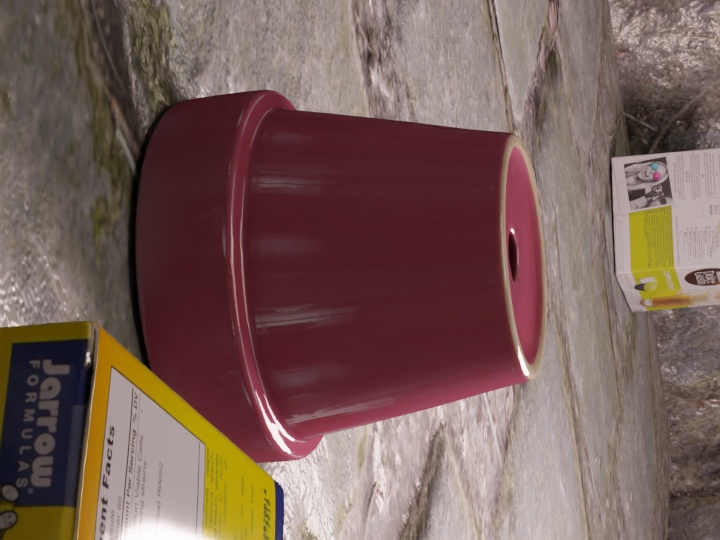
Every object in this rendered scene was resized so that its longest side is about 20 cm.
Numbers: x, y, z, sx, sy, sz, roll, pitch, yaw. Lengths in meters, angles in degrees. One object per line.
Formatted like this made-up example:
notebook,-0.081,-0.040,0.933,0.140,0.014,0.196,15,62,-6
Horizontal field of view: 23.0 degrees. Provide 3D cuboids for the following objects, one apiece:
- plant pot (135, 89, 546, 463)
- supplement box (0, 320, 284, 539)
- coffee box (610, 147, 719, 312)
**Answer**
plant pot,0.000,0.000,0.930,0.200,0.179,0.201,-4,90,-76
supplement box,-0.108,0.104,0.626,0.200,0.109,0.109,56,33,-63
coffee box,0.517,-0.063,2.848,0.200,0.197,0.200,50,38,-65
